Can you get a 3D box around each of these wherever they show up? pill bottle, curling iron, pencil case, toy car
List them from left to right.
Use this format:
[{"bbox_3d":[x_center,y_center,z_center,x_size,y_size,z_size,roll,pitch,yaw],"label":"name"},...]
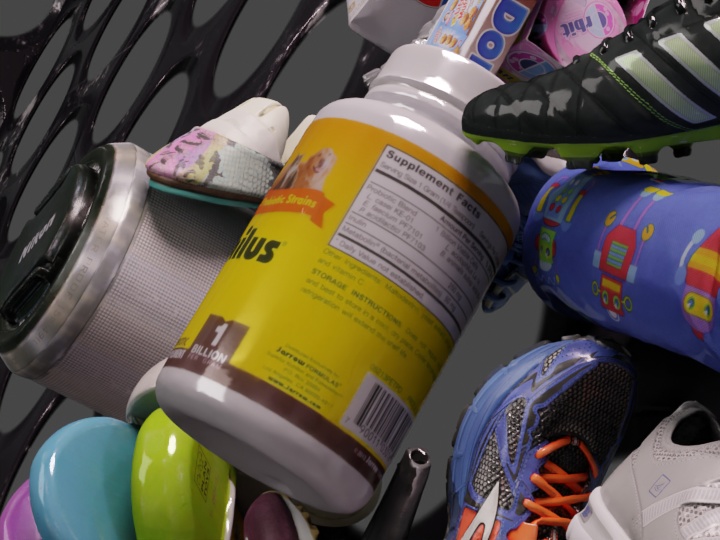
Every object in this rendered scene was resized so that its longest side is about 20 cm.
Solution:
[{"bbox_3d":[-0.119,0.149,0.863,0.200,0.149,0.176,84,-172,-51],"label":"toy car"},{"bbox_3d":[-0.002,0.139,0.760,0.026,0.050,0.200,-28,-21,-30],"label":"curling iron"},{"bbox_3d":[0.000,0.000,0.719,0.200,0.109,0.109,-60,21,-16],"label":"pill bottle"},{"bbox_3d":[0.140,0.000,0.644,0.200,0.086,0.078,-153,66,-70],"label":"pencil case"}]

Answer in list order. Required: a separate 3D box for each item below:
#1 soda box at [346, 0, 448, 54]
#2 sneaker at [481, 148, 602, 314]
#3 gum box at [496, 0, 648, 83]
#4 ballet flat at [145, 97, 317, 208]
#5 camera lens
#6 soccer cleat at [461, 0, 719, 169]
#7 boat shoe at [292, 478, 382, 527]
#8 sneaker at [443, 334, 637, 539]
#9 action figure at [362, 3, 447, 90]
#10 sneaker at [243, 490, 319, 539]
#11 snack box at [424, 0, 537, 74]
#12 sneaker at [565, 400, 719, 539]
[{"bbox_3d":[0.071,-0.242,1.109,0.200,0.064,0.068,-49,24,28],"label":"soda box"},{"bbox_3d":[0.078,-0.018,0.825,0.200,0.075,0.077,147,140,-67],"label":"sneaker"},{"bbox_3d":[0.123,-0.189,0.924,0.113,0.066,0.201,-14,51,63],"label":"gum box"},{"bbox_3d":[-0.048,-0.066,0.987,0.069,0.200,0.071,29,100,42],"label":"ballet flat"},{"bbox_3d":[-0.120,0.025,1.015,0.160,0.200,0.160,-47,26,31],"label":"camera lens"},{"bbox_3d":[0.136,-0.086,0.648,0.067,0.199,0.081,-20,-76,-68],"label":"soccer cleat"},{"bbox_3d":[-0.004,0.041,0.851,0.060,0.071,0.201,-88,5,-61],"label":"boat shoe"},{"bbox_3d":[0.069,0.122,0.677,0.078,0.075,0.201,37,105,59],"label":"sneaker"},{"bbox_3d":[0.035,-0.097,0.977,0.055,0.118,0.200,26,75,42],"label":"action figure"},{"bbox_3d":[-0.051,0.197,0.715,0.075,0.090,0.201,93,168,-61],"label":"sneaker"},{"bbox_3d":[0.049,-0.108,0.865,0.201,0.024,0.072,-61,19,7],"label":"snack box"},{"bbox_3d":[0.134,0.093,0.544,0.082,0.075,0.200,-62,21,2],"label":"sneaker"}]
